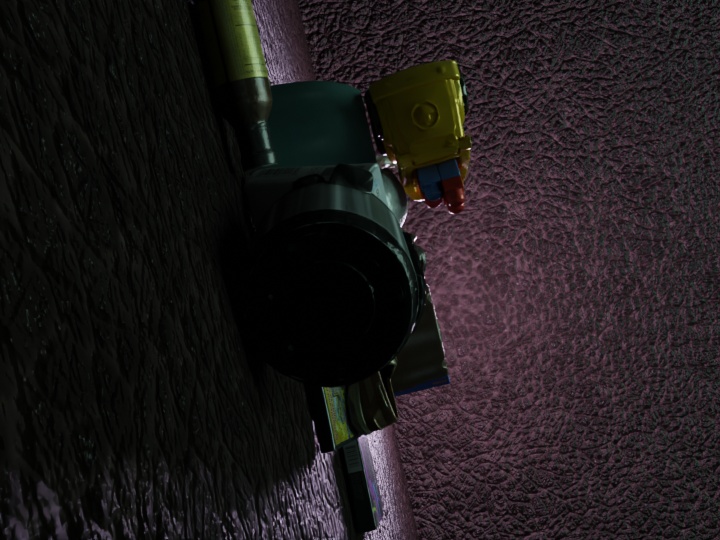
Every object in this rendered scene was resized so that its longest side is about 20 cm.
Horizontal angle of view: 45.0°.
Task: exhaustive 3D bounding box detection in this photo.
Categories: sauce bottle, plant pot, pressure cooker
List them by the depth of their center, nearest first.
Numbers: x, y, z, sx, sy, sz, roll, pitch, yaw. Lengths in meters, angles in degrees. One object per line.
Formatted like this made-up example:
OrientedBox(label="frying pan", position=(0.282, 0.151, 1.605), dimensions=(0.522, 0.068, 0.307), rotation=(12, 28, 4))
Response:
OrientedBox(label="pressure cooker", position=(-0.031, 0.000, 0.874), dimensions=(0.180, 0.174, 0.200), rotation=(58, 7, -16))
OrientedBox(label="sauce bottle", position=(-0.132, -0.210, 0.943), dimensions=(0.065, 0.064, 0.203), rotation=(-67, 146, -86))
OrientedBox(label="plant pot", position=(-0.061, -0.171, 1.214), dimensions=(0.201, 0.158, 0.204), rotation=(-13, 90, -87))
OrientedBox(label="plant pot", position=(0.031, 0.116, 1.397), dimensions=(0.200, 0.195, 0.203), rotation=(-14, 90, -87))

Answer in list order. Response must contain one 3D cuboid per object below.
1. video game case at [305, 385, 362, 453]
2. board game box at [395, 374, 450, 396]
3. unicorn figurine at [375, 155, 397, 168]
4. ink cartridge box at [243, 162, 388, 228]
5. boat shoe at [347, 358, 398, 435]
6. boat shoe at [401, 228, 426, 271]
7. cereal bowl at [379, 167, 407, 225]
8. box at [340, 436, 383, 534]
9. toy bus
OrientedBox(label="video game case", position=(-0.037, 0.139, 1.216), dimensions=(0.180, 0.025, 0.203), rotation=(4, 73, -72))
OrientedBox(label="board game box", position=(0.049, 0.156, 1.548), dimensions=(0.045, 0.197, 0.136), rotation=(-97, 174, -71))
OrientedBox(label="unicorn figurine", position=(-0.023, -0.160, 1.486), dimensions=(0.136, 0.199, 0.075), rotation=(3, 58, -45))
OrientedBox(label="ink cartridge box", position=(-0.036, -0.025, 1.020), dimensions=(0.047, 0.158, 0.202), rotation=(-57, 140, -50))
OrientedBox(label="boat shoe", position=(0.019, 0.131, 1.235), dimensions=(0.076, 0.071, 0.203), rotation=(40, 39, -62))
OrientedBox(label="boat shoe", position=(0.065, -0.012, 1.264), dimensions=(0.201, 0.064, 0.074), rotation=(-96, -165, -57))
OrientedBox(label="cereal bowl", position=(-0.008, -0.044, 1.186), dimensions=(0.083, 0.200, 0.200), rotation=(48, -1, 7))
OrientedBox(label="box", position=(0.004, 0.346, 1.433), dimensions=(0.200, 0.036, 0.145), rotation=(69, 8, -80))
OrientedBox(label="toy bus", position=(0.096, -0.162, 1.196), dimensions=(0.200, 0.134, 0.195), rotation=(72, 1, -77))
